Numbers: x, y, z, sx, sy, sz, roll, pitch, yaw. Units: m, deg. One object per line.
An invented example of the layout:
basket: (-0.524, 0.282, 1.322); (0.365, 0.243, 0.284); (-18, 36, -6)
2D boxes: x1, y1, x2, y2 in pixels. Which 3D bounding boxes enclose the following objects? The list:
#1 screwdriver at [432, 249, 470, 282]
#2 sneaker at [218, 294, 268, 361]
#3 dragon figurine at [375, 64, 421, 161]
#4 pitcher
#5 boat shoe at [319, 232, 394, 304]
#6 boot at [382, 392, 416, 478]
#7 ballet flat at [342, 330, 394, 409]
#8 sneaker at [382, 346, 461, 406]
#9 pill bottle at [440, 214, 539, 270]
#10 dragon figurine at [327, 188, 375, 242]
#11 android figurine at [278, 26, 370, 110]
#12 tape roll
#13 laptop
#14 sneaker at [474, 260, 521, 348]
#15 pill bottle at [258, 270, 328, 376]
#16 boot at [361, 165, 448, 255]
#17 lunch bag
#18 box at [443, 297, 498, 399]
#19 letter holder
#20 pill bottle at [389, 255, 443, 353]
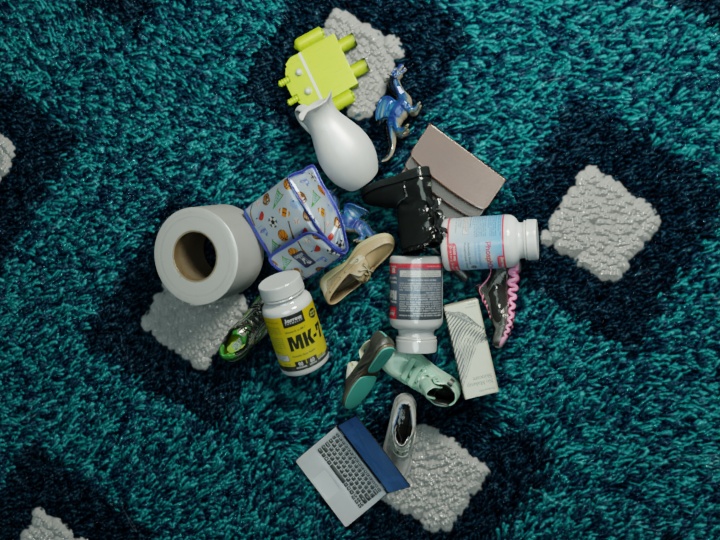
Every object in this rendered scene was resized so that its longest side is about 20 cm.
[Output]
screwdriver: (0.163, -0.048, 1.769); (0.200, 0.028, 0.029); (45, 65, 4)
sneaker: (-0.235, 0.126, 1.782); (0.078, 0.085, 0.201); (39, 94, 3)
dragon figurine: (0.066, -0.338, 1.747); (0.098, 0.059, 0.203); (27, 94, 9)
pitcher: (-0.058, -0.276, 1.738); (0.121, 0.171, 0.201); (-42, 112, -13)
boat shoe: (0.000, 0.000, 1.750); (0.199, 0.071, 0.065); (-40, 44, 16)
boot: (0.082, 0.372, 1.751); (0.072, 0.096, 0.205); (5, 92, 5)
ballet flat: (0.012, 0.211, 1.764); (0.202, 0.067, 0.069); (-56, 46, 26)
sneaker: (0.126, 0.224, 1.732); (0.197, 0.118, 0.075); (25, 95, 6)
pill bottle: (0.270, -0.059, 1.686); (0.195, 0.109, 0.112); (-3, 91, 17)
dragon figurine: (-0.012, -0.115, 1.766); (0.196, 0.059, 0.102); (16, 93, 5)
android figurine: (-0.084, -0.434, 1.776); (0.197, 0.041, 0.185); (-25, 89, 4)
tape roll: (-0.323, -0.037, 1.739); (0.198, 0.139, 0.208); (2, 97, 17)
laptop: (-0.021, 0.438, 1.753); (0.199, 0.116, 0.188); (-39, 87, 5)
sneaker: (0.291, 0.062, 1.740); (0.093, 0.079, 0.205); (7, 85, 11)
pill bottle: (-0.145, 0.111, 1.729); (0.112, 0.115, 0.204); (-15, 110, 6)
boot: (0.089, -0.115, 1.695); (0.196, 0.073, 0.167); (-16, 82, 41)
lunch bag: (-0.130, -0.089, 1.723); (0.169, 0.123, 0.203); (-28, 93, 39)
box: (0.237, 0.167, 1.744); (0.080, 0.068, 0.205); (-14, 90, 5)
letter holder: (0.189, -0.192, 1.726); (0.198, 0.101, 0.143); (36, 96, 4)
pill bottle: (0.119, 0.071, 1.728); (0.116, 0.120, 0.205); (0, 91, 5)
